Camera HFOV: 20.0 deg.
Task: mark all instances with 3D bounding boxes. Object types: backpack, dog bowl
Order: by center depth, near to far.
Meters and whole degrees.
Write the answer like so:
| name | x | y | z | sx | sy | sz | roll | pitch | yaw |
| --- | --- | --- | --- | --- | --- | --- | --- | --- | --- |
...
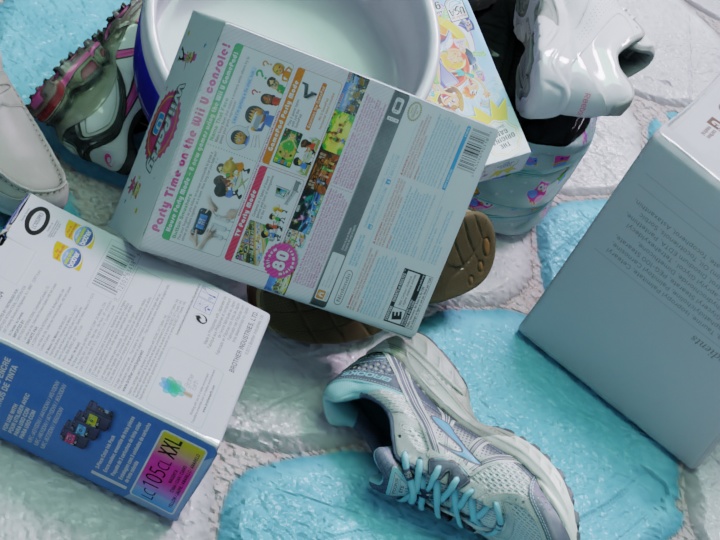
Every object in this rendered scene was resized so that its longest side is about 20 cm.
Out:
| name | x | y | z | sx | sy | sz | roll | pitch | yaw |
| --- | --- | --- | --- | --- | --- | --- | --- | --- | --- |
| dog bowl | -0.051 | -0.149 | 1.373 | 0.199 | 0.079 | 0.201 | 5 | 69 | -13 |
| backpack | 0.118 | -0.126 | 1.569 | 0.166 | 0.127 | 0.200 | 16 | 39 | 2 |

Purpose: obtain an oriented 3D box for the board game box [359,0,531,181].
| name | x | y | z | sx | sy | sz | roll | pitch | yaw |
| --- | --- | --- | --- | --- | --- | --- | --- | --- | --- |
| board game box | 0.003 | -0.109 | 1.435 | 0.199 | 0.034 | 0.135 | -17 | 73 | -15 |

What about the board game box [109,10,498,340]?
| name | x | y | z | sx | sy | sz | roll | pitch | yaw |
| --- | --- | --- | --- | --- | --- | --- | --- | --- | --- |
| board game box | -0.034 | -0.057 | 1.271 | 0.199 | 0.148 | 0.064 | 20 | 6 | -27 |

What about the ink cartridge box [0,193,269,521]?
| name | x | y | z | sx | sy | sz | roll | pitch | yaw |
| --- | --- | --- | --- | --- | --- | --- | --- | --- | --- |
| ink cartridge box | -0.167 | 0.042 | 1.203 | 0.200 | 0.076 | 0.137 | 28 | 35 | -6 |

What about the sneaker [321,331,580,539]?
| name | x | y | z | sx | sy | sz | roll | pitch | yaw |
| --- | --- | --- | --- | --- | --- | --- | --- | --- | --- |
| sneaker | 0.052 | 0.129 | 1.277 | 0.086 | 0.078 | 0.200 | -24 | 54 | -35 |

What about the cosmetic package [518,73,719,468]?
| name | x | y | z | sx | sy | sz | roll | pitch | yaw |
| --- | --- | --- | --- | --- | --- | --- | --- | --- | --- |
| cosmetic package | 0.253 | -0.005 | 1.457 | 0.166 | 0.200 | 0.167 | 39 | 36 | 10 |

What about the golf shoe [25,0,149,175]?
| name | x | y | z | sx | sy | sz | roll | pitch | yaw |
| --- | --- | --- | --- | --- | --- | --- | --- | --- | --- |
| golf shoe | -0.156 | -0.138 | 1.441 | 0.092 | 0.073 | 0.200 | 43 | 43 | -8 |

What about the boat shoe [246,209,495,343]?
| name | x | y | z | sx | sy | sz | roll | pitch | yaw |
| --- | --- | --- | --- | --- | --- | --- | --- | --- | --- |
| boat shoe | 0.000 | -0.001 | 1.395 | 0.200 | 0.072 | 0.067 | -17 | 23 | -37 |

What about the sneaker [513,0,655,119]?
| name | x | y | z | sx | sy | sz | roll | pitch | yaw |
| --- | --- | --- | --- | --- | --- | --- | --- | --- | --- |
| sneaker | 0.166 | -0.178 | 1.498 | 0.099 | 0.078 | 0.200 | 12 | 51 | -7 |

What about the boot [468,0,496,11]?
| name | x | y | z | sx | sy | sz | roll | pitch | yaw |
| --- | --- | --- | --- | --- | --- | --- | --- | --- | --- |
| boot | 0.016 | -0.242 | 1.501 | 0.199 | 0.132 | 0.070 | -22 | 46 | -21 |

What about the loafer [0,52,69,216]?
| name | x | y | z | sx | sy | sz | roll | pitch | yaw |
| --- | --- | --- | --- | --- | --- | --- | --- | --- | --- |
| loafer | -0.257 | -0.113 | 1.329 | 0.200 | 0.070 | 0.070 | 45 | 38 | 18 |
